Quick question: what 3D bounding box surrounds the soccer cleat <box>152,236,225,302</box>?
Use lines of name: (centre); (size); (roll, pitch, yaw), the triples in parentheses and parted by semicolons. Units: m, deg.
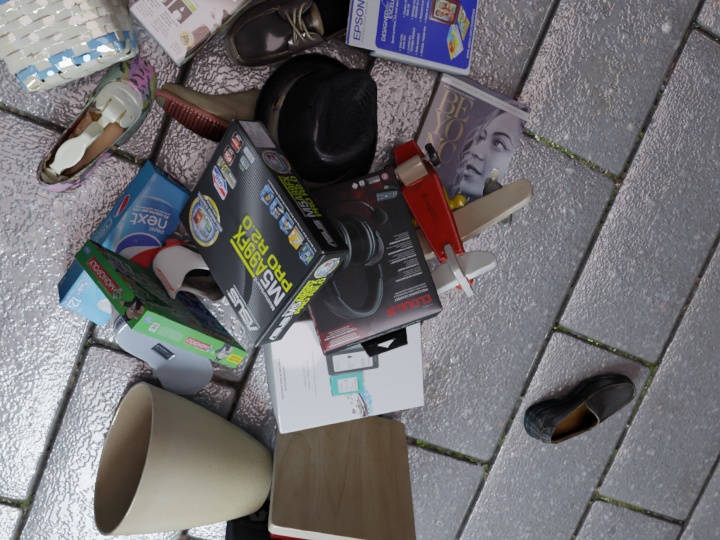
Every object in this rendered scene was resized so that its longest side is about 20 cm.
soccer cleat: (-0.167, 0.004, 0.856); (0.198, 0.086, 0.069); (3, 132, -40)

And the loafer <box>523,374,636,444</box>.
loafer: (0.367, 0.232, 1.082); (0.198, 0.072, 0.074); (-24, 107, -9)

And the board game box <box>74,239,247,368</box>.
board game box: (-0.231, 0.045, 0.797); (0.029, 0.134, 0.200); (-48, 150, 0)

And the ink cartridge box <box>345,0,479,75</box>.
ink cartridge box: (0.067, -0.365, 0.842); (0.197, 0.047, 0.201); (3, 100, -31)

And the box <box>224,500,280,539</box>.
box: (-0.091, 0.427, 0.943); (0.194, 0.200, 0.119); (6, 101, -15)

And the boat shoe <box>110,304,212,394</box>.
boat shoe: (-0.265, 0.090, 0.876); (0.074, 0.086, 0.203); (-35, 144, -2)

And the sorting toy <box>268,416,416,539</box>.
sorting toy: (-0.032, 0.298, 0.941); (0.196, 0.201, 0.070); (14, 128, -13)

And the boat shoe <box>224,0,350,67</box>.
boat shoe: (-0.073, -0.307, 0.814); (0.199, 0.073, 0.075); (-32, 112, -23)

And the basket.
basket: (-0.348, -0.310, 0.727); (0.174, 0.139, 0.202); (-19, 113, 1)

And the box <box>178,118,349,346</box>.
box: (-0.117, -0.043, 0.759); (0.044, 0.201, 0.160); (-8, 147, -50)

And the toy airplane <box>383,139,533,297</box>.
toy airplane: (0.109, -0.056, 0.895); (0.197, 0.141, 0.202); (20, 88, 16)

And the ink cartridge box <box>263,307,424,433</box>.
ink cartridge box: (-0.029, 0.107, 0.910); (0.197, 0.147, 0.149); (-8, 105, -13)

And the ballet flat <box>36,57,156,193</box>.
ballet flat: (-0.317, -0.172, 0.808); (0.069, 0.071, 0.200); (41, 90, -19)

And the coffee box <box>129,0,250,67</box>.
coffee box: (-0.168, -0.337, 0.784); (0.200, 0.113, 0.080); (-43, 110, 0)

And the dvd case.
dvd case: (0.145, -0.165, 0.958); (0.147, 0.016, 0.203); (19, 98, -18)

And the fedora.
fedora: (-0.034, -0.184, 0.829); (0.198, 0.091, 0.204); (4, 84, -34)

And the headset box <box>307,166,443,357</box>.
headset box: (0.000, 0.000, 0.796); (0.147, 0.077, 0.203); (-17, 81, -7)

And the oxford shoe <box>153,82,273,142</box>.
oxford shoe: (-0.160, -0.201, 0.852); (0.198, 0.070, 0.076); (20, 79, -24)

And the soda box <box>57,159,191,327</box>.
soda box: (-0.296, -0.035, 0.842); (0.064, 0.068, 0.201); (35, 93, -33)

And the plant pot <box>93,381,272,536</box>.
plant pot: (-0.225, 0.264, 0.896); (0.198, 0.187, 0.189); (21, 98, -33)
